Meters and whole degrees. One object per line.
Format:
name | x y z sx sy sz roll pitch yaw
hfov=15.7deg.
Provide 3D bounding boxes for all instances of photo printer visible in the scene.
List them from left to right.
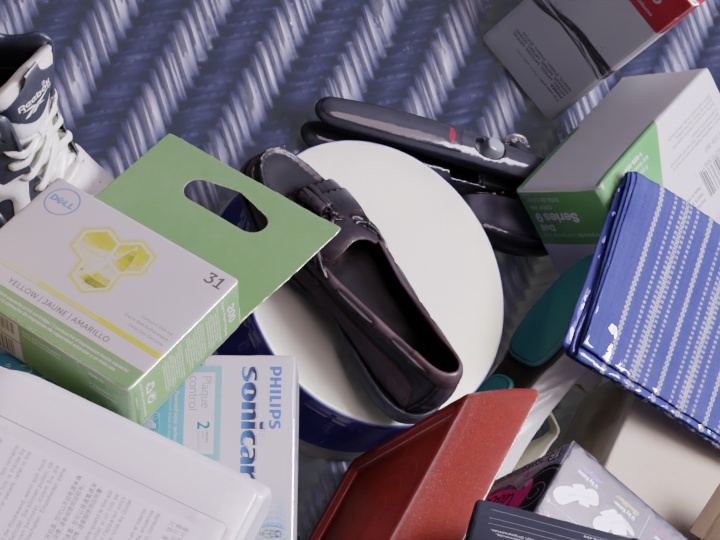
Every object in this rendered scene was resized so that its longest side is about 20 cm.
photo printer | -0.173 0.154 1.461 0.199 0.069 0.167 24 74 7

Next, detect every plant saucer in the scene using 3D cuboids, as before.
plant saucer | 0.009 0.165 1.602 0.037 0.200 0.200 38 58 -11

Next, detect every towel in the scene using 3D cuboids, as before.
towel | 0.229 0.040 1.737 0.200 0.024 0.145 32 63 -24

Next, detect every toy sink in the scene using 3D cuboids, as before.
toy sink | 0.229 0.176 1.782 0.200 0.112 0.131 34 59 -10

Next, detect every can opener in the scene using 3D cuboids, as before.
can opener | 0.056 -0.077 1.801 0.199 0.063 0.079 23 39 -19

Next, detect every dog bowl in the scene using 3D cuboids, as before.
dog bowl | -0.007 0.019 1.721 0.199 0.079 0.201 11 67 -27

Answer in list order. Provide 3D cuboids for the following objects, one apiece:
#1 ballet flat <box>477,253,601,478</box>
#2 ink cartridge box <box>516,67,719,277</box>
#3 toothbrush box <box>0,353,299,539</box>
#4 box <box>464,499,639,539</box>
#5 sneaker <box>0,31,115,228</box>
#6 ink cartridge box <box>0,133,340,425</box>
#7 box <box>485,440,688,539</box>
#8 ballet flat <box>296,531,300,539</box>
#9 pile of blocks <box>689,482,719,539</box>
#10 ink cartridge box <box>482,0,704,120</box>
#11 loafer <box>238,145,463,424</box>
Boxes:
ballet flat | 0.120 0.078 1.753 0.069 0.069 0.200 40 87 -12
ink cartridge box | 0.215 -0.018 1.824 0.145 0.087 0.200 -46 117 -33
toothbrush box | -0.136 0.131 1.553 0.199 0.085 0.147 2 69 -1
box | 0.081 0.265 1.459 0.104 0.201 0.182 14 26 2
sneaker | -0.203 -0.083 1.613 0.199 0.130 0.080 39 58 -13
ink cartridge box | -0.127 -0.010 1.564 0.145 0.048 0.200 29 56 24
box | 0.102 0.211 1.639 0.132 0.200 0.115 40 56 -11
ballet flat | -0.116 0.211 1.600 0.067 0.067 0.200 34 58 10
pile of blocks | 0.239 0.235 1.672 0.062 0.082 0.201 37 61 -61
ink cartridge box | 0.198 -0.208 1.854 0.084 0.200 0.144 50 55 -1
loafer | 0.000 0.000 1.639 0.072 0.063 0.200 -30 84 -36
